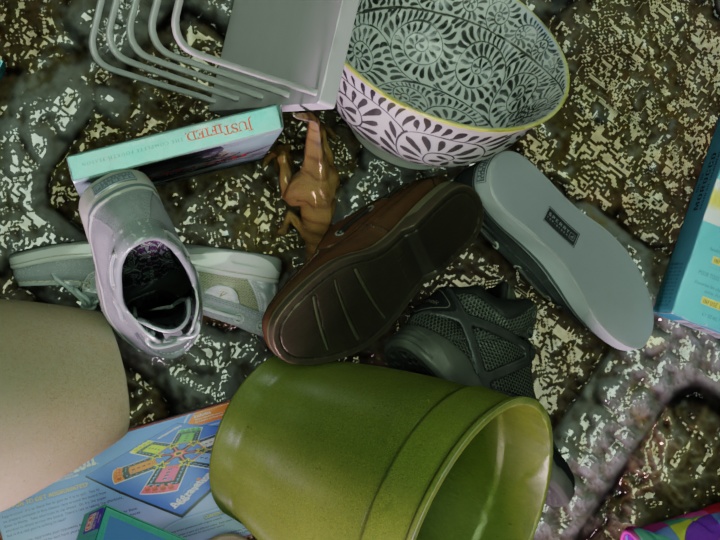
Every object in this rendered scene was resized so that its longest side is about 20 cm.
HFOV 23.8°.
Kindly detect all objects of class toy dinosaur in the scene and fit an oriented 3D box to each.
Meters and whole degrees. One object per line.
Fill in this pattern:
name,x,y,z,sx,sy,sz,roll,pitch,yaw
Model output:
toy dinosaur,-0.033,-0.069,1.249,0.060,0.107,0.201,-10,134,-11

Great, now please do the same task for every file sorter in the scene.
file sorter,-0.097,-0.195,1.191,0.124,0.200,0.140,15,86,-26

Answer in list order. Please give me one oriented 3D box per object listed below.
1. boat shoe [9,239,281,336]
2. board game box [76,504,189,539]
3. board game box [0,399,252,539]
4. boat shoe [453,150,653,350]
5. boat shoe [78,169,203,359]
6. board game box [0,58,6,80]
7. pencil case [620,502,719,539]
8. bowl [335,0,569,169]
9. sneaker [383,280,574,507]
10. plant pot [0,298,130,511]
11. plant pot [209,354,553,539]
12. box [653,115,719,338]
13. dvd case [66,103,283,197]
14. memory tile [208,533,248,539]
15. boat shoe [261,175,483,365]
boat shoe,-0.158,0.011,1.259,0.200,0.074,0.065,4,89,-16
board game box,-0.145,0.282,1.161,0.151,0.045,0.201,27,62,-21
board game box,-0.172,0.172,1.279,0.198,0.019,0.104,-15,93,-8
boat shoe,0.148,-0.014,1.306,0.200,0.056,0.069,46,58,-19
boat shoe,-0.142,0.016,1.154,0.070,0.201,0.072,-23,58,-8
board game box,-0.369,-0.092,1.243,0.150,0.047,0.201,25,86,-7
pencil case,0.301,0.207,1.312,0.198,0.088,0.089,-19,91,-7
bowl,0.046,-0.138,1.261,0.199,0.202,0.095,13,132,-12
sneaker,0.114,0.085,1.290,0.200,0.076,0.114,48,63,-18
plant pot,-0.271,0.094,1.202,0.198,0.187,0.189,-12,91,-22
plant pot,0.004,0.148,1.202,0.192,0.200,0.202,23,85,29
box,0.303,-0.047,1.334,0.082,0.049,0.202,20,87,-7
dvd case,-0.131,-0.079,1.199,0.145,0.200,0.022,-15,91,-8
memory tile,-0.111,0.270,1.238,0.198,0.017,0.154,-12,64,-6
boat shoe,0.000,0.000,1.236,0.199,0.068,0.072,-34,122,-28
